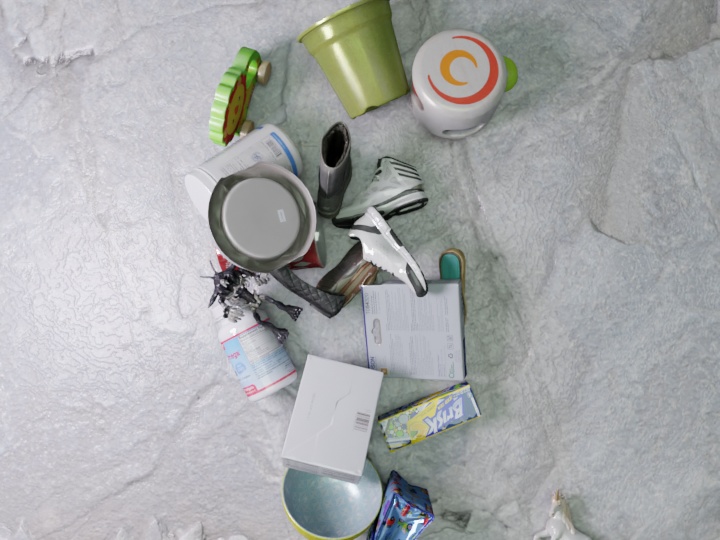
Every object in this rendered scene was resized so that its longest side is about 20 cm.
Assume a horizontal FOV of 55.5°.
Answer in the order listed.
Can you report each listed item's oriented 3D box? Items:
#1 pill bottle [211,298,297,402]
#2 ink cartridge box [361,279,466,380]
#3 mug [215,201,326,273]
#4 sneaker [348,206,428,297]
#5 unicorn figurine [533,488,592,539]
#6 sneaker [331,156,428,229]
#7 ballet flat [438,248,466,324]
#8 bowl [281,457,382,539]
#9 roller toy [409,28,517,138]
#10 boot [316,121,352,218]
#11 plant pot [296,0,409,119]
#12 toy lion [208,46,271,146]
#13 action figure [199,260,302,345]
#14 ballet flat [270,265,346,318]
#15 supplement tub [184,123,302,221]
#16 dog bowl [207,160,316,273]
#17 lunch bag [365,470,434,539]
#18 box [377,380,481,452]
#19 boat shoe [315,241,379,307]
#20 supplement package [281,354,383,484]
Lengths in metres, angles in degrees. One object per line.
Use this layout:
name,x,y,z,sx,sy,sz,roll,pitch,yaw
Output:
pill bottle,-0.215,0.150,1.362,0.108,0.109,0.201,-27,89,1
ink cartridge box,0.107,0.117,1.360,0.198,0.043,0.198,0,104,19
mug,-0.177,-0.068,1.372,0.198,0.178,0.134,-9,127,5
sneaker,0.054,-0.023,1.305,0.080,0.074,0.201,-37,76,-1
unicorn figurine,0.410,0.539,1.375,0.200,0.074,0.138,38,81,-13
sneaker,0.028,-0.160,1.387,0.199,0.076,0.116,-16,75,2
ballet flat,0.188,0.053,1.373,0.068,0.063,0.202,10,107,21
bowl,-0.060,0.457,1.349,0.198,0.201,0.108,11,133,1
roller toy,0.185,-0.361,1.338,0.199,0.140,0.183,33,81,6
boot,-0.050,-0.214,1.292,0.072,0.200,0.183,2,63,2
plant pot,0.004,-0.405,1.329,0.199,0.200,0.185,-24,100,1
toy lion,-0.241,-0.336,1.320,0.068,0.192,0.202,17,90,1
action figure,-0.207,0.049,1.279,0.199,0.102,0.119,33,80,-9
ballet flat,-0.114,0.018,1.304,0.200,0.066,0.057,38,86,-21
supplement tub,-0.221,-0.182,1.318,0.200,0.132,0.132,-39,89,-24
dog bowl,-0.181,-0.091,1.220,0.198,0.059,0.202,4,81,-26
lunch bag,0.054,0.519,1.336,0.094,0.151,0.201,29,90,1
box,0.138,0.293,1.377,0.198,0.064,0.071,-22,89,2
boat shoe,0.000,0.000,1.383,0.200,0.076,0.072,-41,121,2
supplement package,-0.053,0.289,1.321,0.154,0.111,0.202,14,65,1
